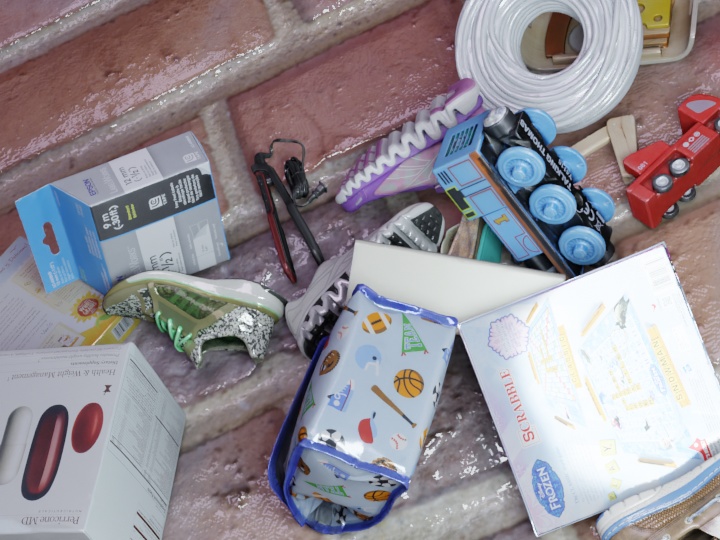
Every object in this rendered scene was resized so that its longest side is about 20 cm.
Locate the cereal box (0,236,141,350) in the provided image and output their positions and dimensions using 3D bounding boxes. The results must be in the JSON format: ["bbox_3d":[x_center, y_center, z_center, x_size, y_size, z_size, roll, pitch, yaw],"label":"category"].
[{"bbox_3d":[-0.356,0.058,1.624,0.199,0.040,0.144,28,68,35],"label":"cereal box"}]

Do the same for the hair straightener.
[{"bbox_3d":[-0.069,-0.076,1.614,0.076,0.041,0.201,-23,47,4],"label":"hair straightener"}]

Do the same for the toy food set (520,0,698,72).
[{"bbox_3d":[0.273,-0.296,1.615,0.198,0.061,0.145,-2,55,21],"label":"toy food set"}]

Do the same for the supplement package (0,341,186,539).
[{"bbox_3d":[-0.296,0.196,1.433,0.189,0.148,0.202,-5,53,18],"label":"supplement package"}]

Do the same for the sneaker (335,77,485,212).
[{"bbox_3d":[0.064,-0.112,1.557,0.199,0.089,0.081,-34,17,20],"label":"sneaker"}]

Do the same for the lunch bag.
[{"bbox_3d":[-0.003,0.135,1.334,0.123,0.200,0.171,22,63,1],"label":"lunch bag"}]

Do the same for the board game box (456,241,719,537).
[{"bbox_3d":[0.210,0.104,1.301,0.197,0.041,0.202,-21,86,6],"label":"board game box"}]

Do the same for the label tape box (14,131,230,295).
[{"bbox_3d":[-0.247,-0.044,1.557,0.198,0.144,0.066,-23,47,-16],"label":"label tape box"}]

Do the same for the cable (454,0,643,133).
[{"bbox_3d":[0.199,-0.245,1.559,0.198,0.069,0.203,-6,82,20],"label":"cable"}]

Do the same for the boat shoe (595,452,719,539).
[{"bbox_3d":[0.302,0.206,1.247,0.199,0.072,0.073,-29,55,12],"label":"boat shoe"}]

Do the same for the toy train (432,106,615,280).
[{"bbox_3d":[0.162,-0.070,1.421,0.113,0.200,0.087,-21,32,37],"label":"toy train"}]

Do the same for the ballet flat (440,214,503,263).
[{"bbox_3d":[0.120,-0.054,1.503,0.067,0.068,0.202,-5,51,41],"label":"ballet flat"}]

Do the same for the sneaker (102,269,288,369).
[{"bbox_3d":[-0.177,0.055,1.524,0.197,0.077,0.090,3,65,12],"label":"sneaker"}]

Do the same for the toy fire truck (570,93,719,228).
[{"bbox_3d":[0.277,-0.115,1.492,0.200,0.049,0.141,-42,51,-11],"label":"toy fire truck"}]

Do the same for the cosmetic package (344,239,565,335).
[{"bbox_3d":[0.091,0.022,1.389,0.197,0.104,0.074,9,91,8],"label":"cosmetic package"}]

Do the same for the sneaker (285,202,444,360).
[{"bbox_3d":[0.000,0.000,1.500,0.200,0.075,0.081,-44,37,-1],"label":"sneaker"}]
